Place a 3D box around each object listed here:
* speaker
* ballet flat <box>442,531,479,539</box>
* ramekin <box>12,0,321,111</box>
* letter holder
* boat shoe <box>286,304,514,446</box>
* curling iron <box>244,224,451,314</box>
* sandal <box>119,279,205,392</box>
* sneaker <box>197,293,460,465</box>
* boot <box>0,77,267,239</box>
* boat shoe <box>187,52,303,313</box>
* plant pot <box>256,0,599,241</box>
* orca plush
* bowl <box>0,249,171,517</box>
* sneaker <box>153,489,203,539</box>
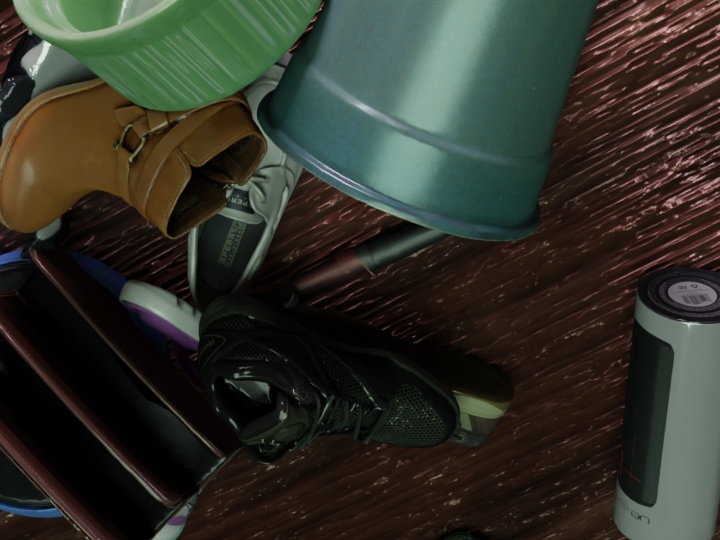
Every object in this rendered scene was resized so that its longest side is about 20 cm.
[{"bbox_3d":[0.232,0.104,1.257,0.080,0.081,0.202,5,120,6],"label":"speaker"},{"bbox_3d":[0.126,0.296,1.386,0.200,0.074,0.074,42,116,-15],"label":"ballet flat"},{"bbox_3d":[-0.111,-0.197,1.073,0.199,0.202,0.098,-24,140,20],"label":"ramekin"},{"bbox_3d":[-0.192,0.089,1.191,0.101,0.142,0.200,-44,86,5],"label":"letter holder"},{"bbox_3d":[0.013,0.084,1.283,0.199,0.072,0.067,17,115,-6],"label":"boat shoe"},{"bbox_3d":[0.000,0.000,1.242,0.198,0.050,0.026,-24,126,1],"label":"curling iron"},{"bbox_3d":[-0.106,0.073,1.274,0.202,0.082,0.050,38,76,-30],"label":"sandal"},{"bbox_3d":[-0.022,0.097,1.190,0.198,0.115,0.076,25,123,-17],"label":"sneaker"},{"bbox_3d":[-0.153,-0.066,1.147,0.200,0.156,0.077,-44,144,8],"label":"boot"},{"bbox_3d":[-0.084,-0.058,1.221,0.071,0.066,0.201,21,120,-4],"label":"boat shoe"},{"bbox_3d":[0.060,-0.153,1.085,0.198,0.201,0.198,21,112,-4],"label":"plant pot"},{"bbox_3d":[-0.225,-0.113,1.231,0.071,0.105,0.202,40,143,37],"label":"orca plush"},{"bbox_3d":[-0.241,0.084,1.287,0.198,0.039,0.203,0,90,6],"label":"bowl"},{"bbox_3d":[-0.198,0.119,1.338,0.199,0.078,0.140,30,116,-17],"label":"sneaker"}]
